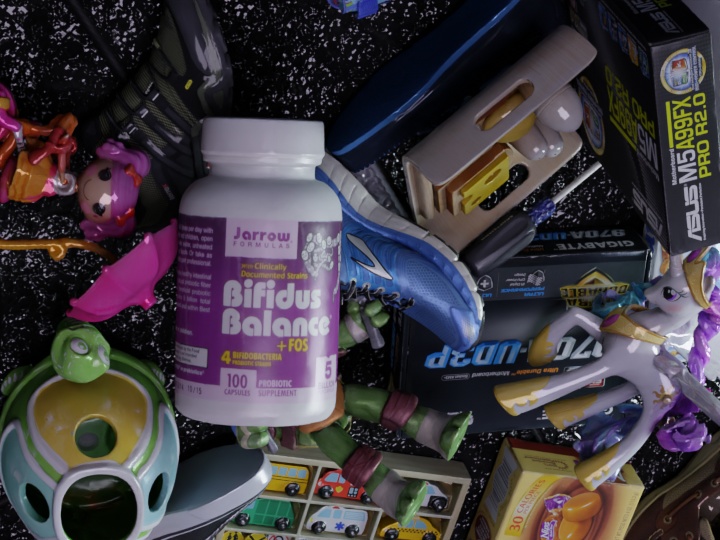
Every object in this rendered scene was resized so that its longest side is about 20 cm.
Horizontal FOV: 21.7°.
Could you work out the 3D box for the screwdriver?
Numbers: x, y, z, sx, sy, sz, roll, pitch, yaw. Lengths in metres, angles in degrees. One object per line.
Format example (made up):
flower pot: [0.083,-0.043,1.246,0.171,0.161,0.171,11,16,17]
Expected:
screwdriver: [0.157,-0.062,1.418,0.200,0.029,0.028,-39,80,-7]

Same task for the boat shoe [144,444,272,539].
boat shoe: [-0.146,0.206,1.477,0.198,0.074,0.068,-31,117,11]

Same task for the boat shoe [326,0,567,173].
boat shoe: [0.068,-0.131,1.350,0.199,0.084,0.069,-37,122,10]

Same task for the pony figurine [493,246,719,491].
pony figurine: [0.230,0.081,1.429,0.199,0.167,0.193,-36,115,22]

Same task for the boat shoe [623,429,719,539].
boat shoe: [0.288,0.218,1.602,0.072,0.072,0.200,35,105,-27]

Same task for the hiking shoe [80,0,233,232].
hiking shoe: [-0.144,-0.109,1.311,0.100,0.076,0.201,-5,120,-15]

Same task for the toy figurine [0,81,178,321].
toy figurine: [-0.212,-0.045,1.279,0.182,0.150,0.202,11,90,-7]

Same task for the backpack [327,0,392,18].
backpack: [0.048,-0.277,1.236,0.198,0.135,0.184,-16,122,-8]

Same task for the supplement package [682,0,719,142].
supplement package: [0.313,-0.193,1.323,0.199,0.147,0.193,-19,121,-15]

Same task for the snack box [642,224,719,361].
snack box: [0.257,-0.017,1.486,0.071,0.024,0.202,-10,121,-23]

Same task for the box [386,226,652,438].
box: [0.122,0.048,1.481,0.198,0.046,0.160,-2,118,-13]

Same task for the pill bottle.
pill bottle: [-0.068,-0.002,1.265,0.111,0.112,0.202,0,95,-14]

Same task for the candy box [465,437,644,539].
candy box: [0.149,0.244,1.591,0.116,0.057,0.201,10,114,-19]

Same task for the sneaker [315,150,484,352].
sneaker: [0.000,0.000,1.356,0.199,0.079,0.089,36,66,0]

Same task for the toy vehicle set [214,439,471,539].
toy vehicle set: [-0.021,0.204,1.543,0.198,0.027,0.125,8,116,-18]

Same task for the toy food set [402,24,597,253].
toy food set: [0.105,-0.081,1.326,0.143,0.060,0.200,-40,165,-7]

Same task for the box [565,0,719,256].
box: [0.196,-0.128,1.314,0.044,0.200,0.161,-14,121,-6]

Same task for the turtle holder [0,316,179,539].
turtle holder: [-0.194,0.126,1.395,0.140,0.132,0.186,20,112,-22]

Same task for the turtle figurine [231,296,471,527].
turtle figurine: [-0.020,0.087,1.385,0.193,0.144,0.201,30,122,11]
